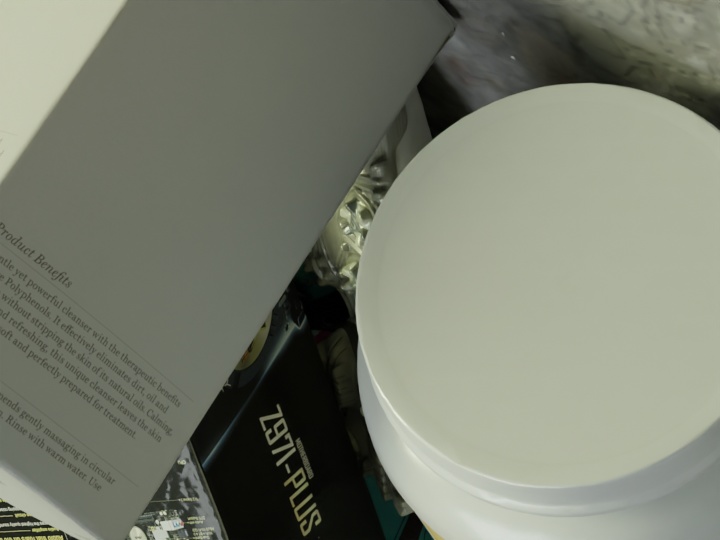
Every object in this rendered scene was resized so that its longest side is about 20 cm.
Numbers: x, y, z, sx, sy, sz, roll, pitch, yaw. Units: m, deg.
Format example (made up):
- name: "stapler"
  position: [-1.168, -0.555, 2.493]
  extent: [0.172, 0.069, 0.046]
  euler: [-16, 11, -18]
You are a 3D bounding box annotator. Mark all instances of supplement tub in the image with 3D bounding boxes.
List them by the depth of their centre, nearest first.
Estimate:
- name: "supplement tub"
  position: [0.080, 0.043, 0.680]
  extent: [0.145, 0.146, 0.200]
  euler: [27, 165, 24]

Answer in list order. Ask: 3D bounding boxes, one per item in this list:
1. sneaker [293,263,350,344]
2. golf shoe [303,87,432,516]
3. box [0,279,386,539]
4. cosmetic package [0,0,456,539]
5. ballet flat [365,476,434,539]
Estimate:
- name: "sneaker"
  position: [0.000, 0.000, 0.870]
  extent: [0.198, 0.084, 0.121]
  euler: [15, 155, 8]
- name: "golf shoe"
  position: [0.027, -0.009, 0.795]
  extent: [0.078, 0.097, 0.201]
  euler: [44, 151, 45]
- name: "box"
  position: [-0.107, 0.074, 0.838]
  extent: [0.199, 0.086, 0.165]
  euler: [-8, 108, 38]
- name: "cosmetic package"
  position: [-0.072, -0.031, 0.655]
  extent: [0.085, 0.201, 0.108]
  euler: [13, 155, 51]
- name: "ballet flat"
  position: [0.042, 0.111, 0.873]
  extent: [0.064, 0.076, 0.199]
  euler: [38, 157, -30]
